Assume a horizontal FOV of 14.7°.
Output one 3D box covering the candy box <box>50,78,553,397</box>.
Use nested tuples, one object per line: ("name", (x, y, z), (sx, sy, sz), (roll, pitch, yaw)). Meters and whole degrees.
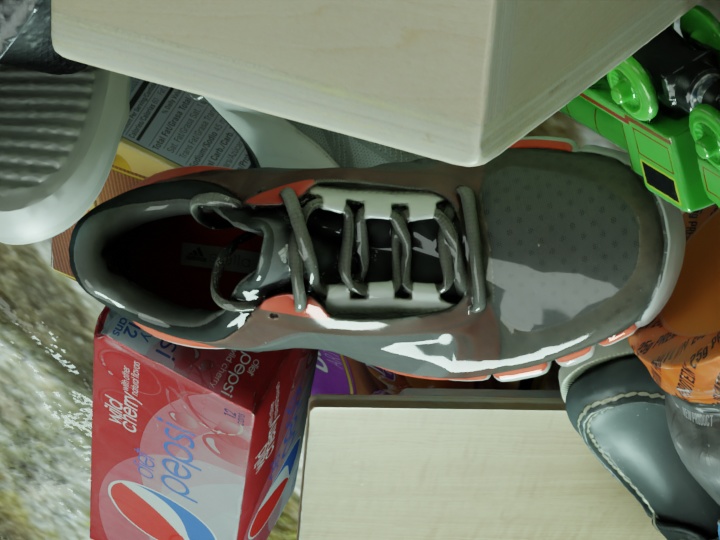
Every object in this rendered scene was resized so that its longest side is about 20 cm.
("candy box", (-0.021, -0.006, 1.055), (0.199, 0.057, 0.117), (27, 150, 10))

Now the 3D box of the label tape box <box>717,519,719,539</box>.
("label tape box", (0.149, 0.186, 0.959), (0.143, 0.066, 0.200), (45, 167, 22))

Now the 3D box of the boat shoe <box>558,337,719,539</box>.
("boat shoe", (0.145, 0.087, 0.990), (0.073, 0.062, 0.200), (-27, 134, 34))

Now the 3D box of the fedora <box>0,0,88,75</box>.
("fedora", (-0.096, -0.132, 0.846), (0.091, 0.202, 0.200), (17, 164, -41))

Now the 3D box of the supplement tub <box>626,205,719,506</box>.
("supplement tub", (0.182, 0.058, 0.901), (0.200, 0.123, 0.122), (47, 146, -23))

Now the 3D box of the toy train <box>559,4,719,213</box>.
("toy train", (0.089, -0.052, 0.830), (0.200, 0.042, 0.057), (38, 153, 49))

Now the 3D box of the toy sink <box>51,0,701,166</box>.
("toy sink", (0.023, -0.124, 0.766), (0.130, 0.200, 0.113), (17, 118, 24))

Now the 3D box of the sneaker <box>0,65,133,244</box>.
("sneaker", (-0.101, -0.059, 0.942), (0.074, 0.201, 0.082), (-23, 126, 9))

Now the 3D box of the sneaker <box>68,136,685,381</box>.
("sneaker", (0.000, 0.000, 0.868), (0.199, 0.078, 0.082), (-4, 180, 19))

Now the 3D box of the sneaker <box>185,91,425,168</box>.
("sneaker", (-0.026, -0.080, 0.950), (0.200, 0.079, 0.074), (52, -173, -9))

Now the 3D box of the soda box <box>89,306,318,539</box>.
("soda box", (-0.061, 0.057, 1.069), (0.070, 0.064, 0.200), (26, 154, 8))

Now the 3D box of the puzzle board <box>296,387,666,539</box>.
("puzzle board", (0.076, 0.085, 1.060), (0.198, 0.017, 0.151), (0, 146, -4))
